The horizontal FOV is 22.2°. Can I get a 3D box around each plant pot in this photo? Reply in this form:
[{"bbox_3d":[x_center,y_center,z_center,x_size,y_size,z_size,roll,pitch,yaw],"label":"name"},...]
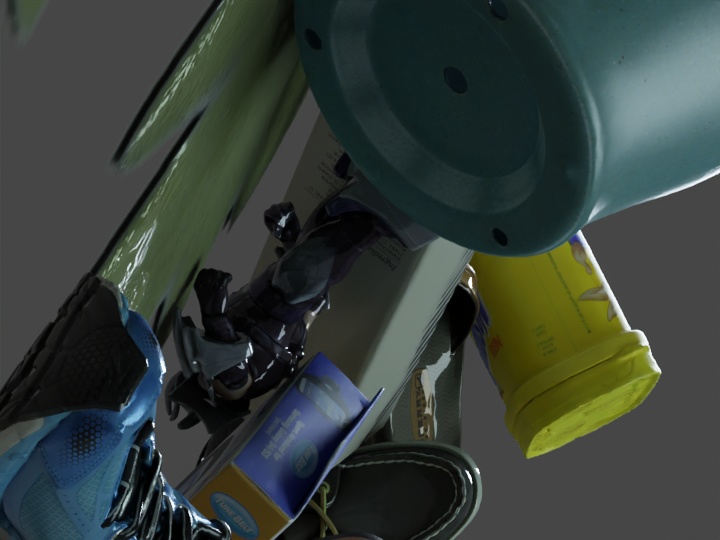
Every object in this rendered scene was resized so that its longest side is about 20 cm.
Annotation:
[{"bbox_3d":[0.082,-0.109,0.669,0.188,0.200,0.200,-40,164,-31],"label":"plant pot"}]

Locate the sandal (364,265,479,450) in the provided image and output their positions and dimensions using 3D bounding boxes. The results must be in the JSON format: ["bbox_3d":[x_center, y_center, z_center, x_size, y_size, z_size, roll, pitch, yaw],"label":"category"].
[{"bbox_3d":[0.030,0.023,0.973,0.081,0.054,0.201,-10,98,-38],"label":"sandal"}]

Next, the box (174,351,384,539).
[{"bbox_3d":[-0.071,0.115,0.812,0.200,0.041,0.119,-47,-178,26],"label":"box"}]

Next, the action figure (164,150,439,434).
[{"bbox_3d":[-0.025,-0.003,0.788,0.200,0.069,0.130,-48,-172,25],"label":"action figure"}]

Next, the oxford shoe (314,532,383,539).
[{"bbox_3d":[-0.051,0.160,0.855,0.200,0.071,0.073,-33,-162,34],"label":"oxford shoe"}]

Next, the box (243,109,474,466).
[{"bbox_3d":[0.000,0.000,0.894,0.068,0.082,0.201,-32,156,-47],"label":"box"}]

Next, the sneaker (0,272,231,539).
[{"bbox_3d":[-0.073,0.073,0.574,0.079,0.090,0.200,-58,173,-28],"label":"sneaker"}]

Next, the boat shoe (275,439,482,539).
[{"bbox_3d":[-0.035,0.139,0.950,0.200,0.072,0.061,-20,171,9],"label":"boat shoe"}]

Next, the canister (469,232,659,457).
[{"bbox_3d":[0.096,0.001,1.127,0.086,0.201,0.149,-25,166,-4],"label":"canister"}]

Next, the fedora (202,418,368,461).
[{"bbox_3d":[-0.029,0.090,1.083,0.201,0.091,0.201,-55,173,-10],"label":"fedora"}]
